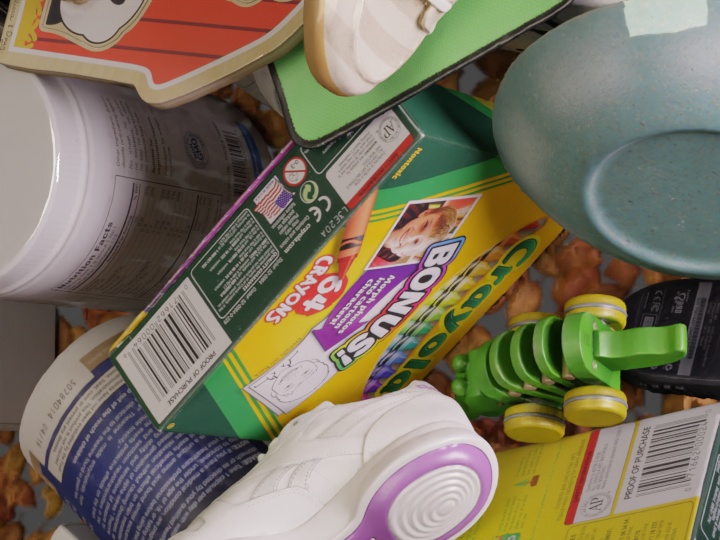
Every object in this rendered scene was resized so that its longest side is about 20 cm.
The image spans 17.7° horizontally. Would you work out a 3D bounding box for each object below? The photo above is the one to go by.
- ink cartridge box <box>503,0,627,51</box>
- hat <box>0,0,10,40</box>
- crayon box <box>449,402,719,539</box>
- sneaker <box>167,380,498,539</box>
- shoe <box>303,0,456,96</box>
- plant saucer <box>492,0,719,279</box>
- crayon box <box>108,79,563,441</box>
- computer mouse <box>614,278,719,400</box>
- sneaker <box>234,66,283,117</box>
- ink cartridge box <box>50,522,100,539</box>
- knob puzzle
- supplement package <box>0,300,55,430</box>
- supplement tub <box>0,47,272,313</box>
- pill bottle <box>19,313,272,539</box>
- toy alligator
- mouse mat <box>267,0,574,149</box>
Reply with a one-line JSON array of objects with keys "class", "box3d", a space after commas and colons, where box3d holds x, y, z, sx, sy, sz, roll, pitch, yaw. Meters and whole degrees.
[{"class": "ink cartridge box", "box3d": [0.097, -0.154, 1.110, 0.200, 0.145, 0.083, 13, 87, 33]}, {"class": "hat", "box3d": [-0.166, -0.189, 1.318, 0.200, 0.081, 0.201, 19, 127, 27]}, {"class": "crayon box", "box3d": [0.086, 0.139, 1.114, 0.200, 0.127, 0.051, -15, 122, 31]}, {"class": "sneaker", "box3d": [-0.030, 0.122, 1.131, 0.200, 0.075, 0.100, -27, 33, 0]}, {"class": "shoe", "box3d": [0.035, -0.166, 1.004, 0.053, 0.070, 0.200, 25, 90, 41]}, {"class": "plant saucer", "box3d": [0.156, -0.045, 1.046, 0.201, 0.201, 0.039, -12, 51, 31]}, {"class": "crayon box", "box3d": [0.000, 0.000, 1.151, 0.200, 0.172, 0.058, -48, 60, 20]}, {"class": "computer mouse", "box3d": [0.206, 0.040, 1.098, 0.200, 0.034, 0.059, 6, 67, 34]}, {"class": "sneaker", "box3d": [-0.070, -0.161, 1.217, 0.092, 0.200, 0.076, 22, 53, 39]}, {"class": "ink cartridge box", "box3d": [-0.144, 0.260, 1.269, 0.145, 0.083, 0.200, 39, 106, 29]}, {"class": "knob puzzle", "box3d": [-0.075, -0.174, 1.089, 0.219, 0.030, 0.220, -8, 71, 25]}, {"class": "supplement package", "box3d": [-0.276, 0.011, 1.307, 0.111, 0.200, 0.156, -3, 84, 32]}, {"class": "supplement tub", "box3d": [-0.148, -0.045, 1.232, 0.132, 0.200, 0.132, -4, 83, 32]}, {"class": "pill bottle", "box3d": [-0.081, 0.122, 1.226, 0.200, 0.111, 0.111, 41, 107, 29]}, {"class": "toy alligator", "box3d": [0.073, 0.051, 1.138, 0.200, 0.054, 0.059, -20, 59, 47]}, {"class": "mouse mat", "box3d": [0.008, -0.172, 1.068, 0.161, 0.008, 0.200, -28, 67, 24]}]
